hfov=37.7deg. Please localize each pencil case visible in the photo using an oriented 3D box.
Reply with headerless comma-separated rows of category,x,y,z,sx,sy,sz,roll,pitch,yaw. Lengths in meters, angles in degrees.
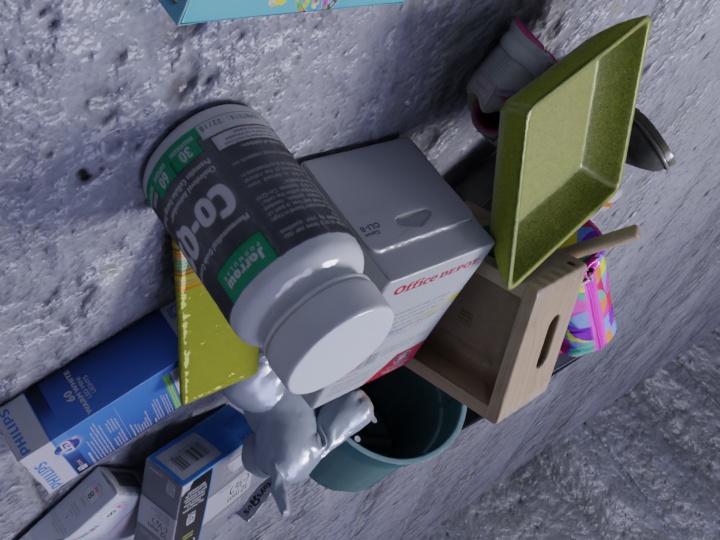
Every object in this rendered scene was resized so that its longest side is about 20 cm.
pencil case,0.247,0.021,1.208,0.088,0.089,0.201,-36,144,-6

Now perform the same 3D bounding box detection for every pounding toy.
pounding toy,0.151,0.022,1.080,0.141,0.183,0.202,-22,134,-47

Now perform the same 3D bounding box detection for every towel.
towel,-0.127,0.024,0.928,0.085,0.018,0.202,-20,131,-32

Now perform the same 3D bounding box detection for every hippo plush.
hippo plush,-0.103,0.140,1.129,0.158,0.162,0.200,-20,-164,48

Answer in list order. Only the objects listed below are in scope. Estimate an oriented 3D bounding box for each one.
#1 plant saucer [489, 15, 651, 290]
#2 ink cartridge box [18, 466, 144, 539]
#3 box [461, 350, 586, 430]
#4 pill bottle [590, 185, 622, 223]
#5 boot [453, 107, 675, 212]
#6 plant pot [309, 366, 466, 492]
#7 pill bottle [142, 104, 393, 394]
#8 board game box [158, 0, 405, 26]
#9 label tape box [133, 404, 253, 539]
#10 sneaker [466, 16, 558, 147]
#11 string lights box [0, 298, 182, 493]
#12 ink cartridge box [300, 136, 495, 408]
plant saucer,0.181,-0.114,0.961,0.199,0.048,0.201,-38,144,-33
ink cartridge box,-0.326,0.313,1.244,0.200,0.057,0.162,-45,159,4
box,0.177,0.118,1.364,0.121,0.107,0.200,-23,167,-37
pill bottle,0.204,-0.062,1.252,0.200,0.115,0.114,-48,157,26
boot,0.210,-0.101,1.121,0.200,0.182,0.073,-41,132,1
plant pot,0.006,0.182,1.343,0.199,0.201,0.196,-24,163,-33
pill bottle,-0.068,-0.016,0.782,0.112,0.201,0.113,-31,157,-15
board game box,-0.020,-0.231,0.641,0.199,0.047,0.152,-18,151,-42
label tape box,-0.197,0.279,1.255,0.143,0.066,0.202,-31,142,-50
sneaker,0.148,-0.160,1.027,0.088,0.082,0.200,-38,151,3
string lights box,-0.230,0.117,0.986,0.199,0.059,0.103,-32,158,-16
ink cartridge box,0.000,0.000,1.002,0.144,0.145,0.201,-19,153,-40
